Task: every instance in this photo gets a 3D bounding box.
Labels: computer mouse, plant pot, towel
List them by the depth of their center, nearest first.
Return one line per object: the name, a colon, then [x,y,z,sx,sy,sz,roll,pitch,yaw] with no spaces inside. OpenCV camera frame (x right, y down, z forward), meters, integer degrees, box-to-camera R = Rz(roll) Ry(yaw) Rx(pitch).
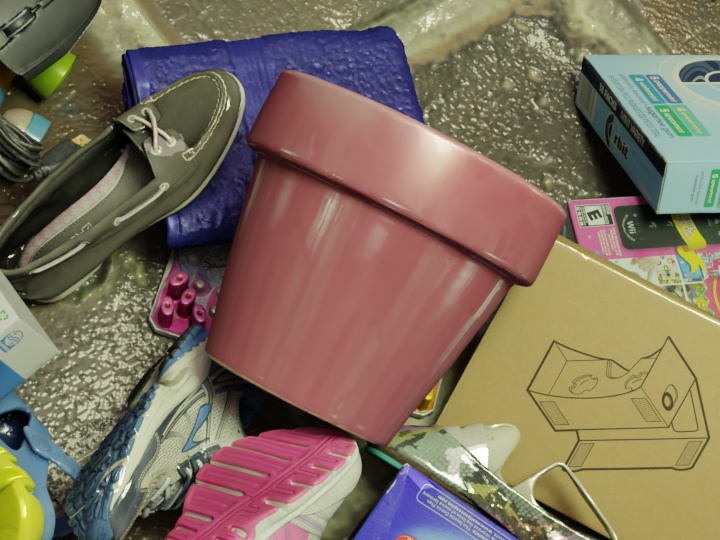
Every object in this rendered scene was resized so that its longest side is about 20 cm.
plant pot: [0.000,0.000,1.183,0.200,0.200,0.179,27,90,1]
computer mouse: [-0.203,-0.145,1.265,0.140,0.046,0.200,55,36,-11]
towel: [-0.055,-0.090,1.310,0.200,0.050,0.148,-8,71,-17]

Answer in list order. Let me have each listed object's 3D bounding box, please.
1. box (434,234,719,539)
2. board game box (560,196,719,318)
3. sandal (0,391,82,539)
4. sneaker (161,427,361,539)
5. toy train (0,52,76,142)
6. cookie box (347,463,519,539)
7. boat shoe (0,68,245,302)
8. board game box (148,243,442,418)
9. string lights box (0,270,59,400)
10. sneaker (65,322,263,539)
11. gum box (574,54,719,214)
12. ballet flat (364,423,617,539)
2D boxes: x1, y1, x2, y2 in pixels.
box: [0.167,0.087,1.252,0.200,0.021,0.164,28,104,2]
board game box: [0.243,0.021,1.343,0.200,0.064,0.148,-4,64,-16]
sandal: [-0.230,0.101,1.185,0.087,0.079,0.200,9,44,-53]
sneaker: [-0.069,0.172,1.124,0.081,0.088,0.200,18,51,43]
toy train: [-0.244,-0.162,1.317,0.116,0.085,0.200,31,51,-15]
cookie box: [0.036,0.248,1.161,0.171,0.075,0.200,34,60,6]
boat shoe: [-0.156,-0.056,1.228,0.200,0.057,0.067,-43,66,7]
board game box: [-0.022,-0.018,1.318,0.200,0.026,0.200,18,60,-4]
string lights box: [-0.289,0.067,1.128,0.200,0.059,0.103,-39,61,-1]
sneaker: [-0.107,0.109,1.174,0.085,0.077,0.200,40,34,-7]
gum box: [0.277,-0.100,1.382,0.200,0.045,0.170,-2,32,-15]
ballet flat: [0.099,0.144,1.232,0.200,0.069,0.071,37,88,3]
